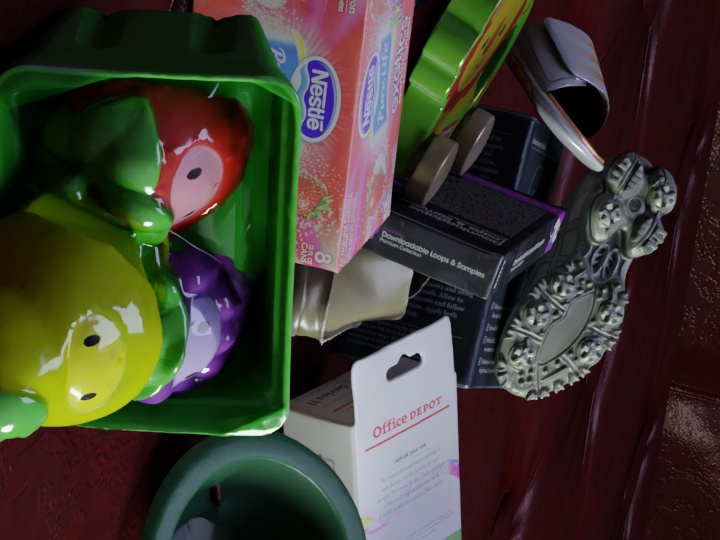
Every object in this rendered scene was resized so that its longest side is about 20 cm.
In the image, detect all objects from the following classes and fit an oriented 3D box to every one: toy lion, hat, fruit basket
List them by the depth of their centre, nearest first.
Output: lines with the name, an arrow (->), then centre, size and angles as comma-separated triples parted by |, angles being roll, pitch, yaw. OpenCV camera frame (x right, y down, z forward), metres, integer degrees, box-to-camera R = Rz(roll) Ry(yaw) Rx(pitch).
fruit basket -> -0.106, 0.002, 1.111 | 0.216, 0.155, 0.217 | -177, -90, -89
hat -> -0.105, 0.185, 1.524 | 0.200, 0.176, 0.166 | 36, 65, -34
toy lion -> 0.072, -0.146, 1.613 | 0.192, 0.069, 0.200 | -60, 174, 16

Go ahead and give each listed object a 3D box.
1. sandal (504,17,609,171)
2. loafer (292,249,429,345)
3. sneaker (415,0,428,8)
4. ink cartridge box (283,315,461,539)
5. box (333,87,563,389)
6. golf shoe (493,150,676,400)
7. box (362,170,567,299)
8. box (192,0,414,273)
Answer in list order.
sandal -> 0.135, -0.165, 1.828 | 0.059, 0.207, 0.079 | -34, 149, 9
loafer -> 0.000, 0.000, 1.661 | 0.200, 0.067, 0.076 | -42, 144, -67
sneaker -> 0.026, -0.194, 1.530 | 0.200, 0.075, 0.077 | -45, 143, -65
ink cartridge box -> 0.009, 0.134, 1.717 | 0.117, 0.067, 0.201 | -24, 119, -46
box -> 0.068, -0.021, 1.832 | 0.148, 0.107, 0.201 | 13, 91, -76
golf shoe -> 0.156, 0.005, 1.836 | 0.200, 0.078, 0.097 | -56, -161, -7
box -> 0.048, -0.038, 1.657 | 0.200, 0.142, 0.036 | -27, 138, -72
box -> -0.032, -0.114, 1.352 | 0.095, 0.102, 0.201 | -52, 153, -60
